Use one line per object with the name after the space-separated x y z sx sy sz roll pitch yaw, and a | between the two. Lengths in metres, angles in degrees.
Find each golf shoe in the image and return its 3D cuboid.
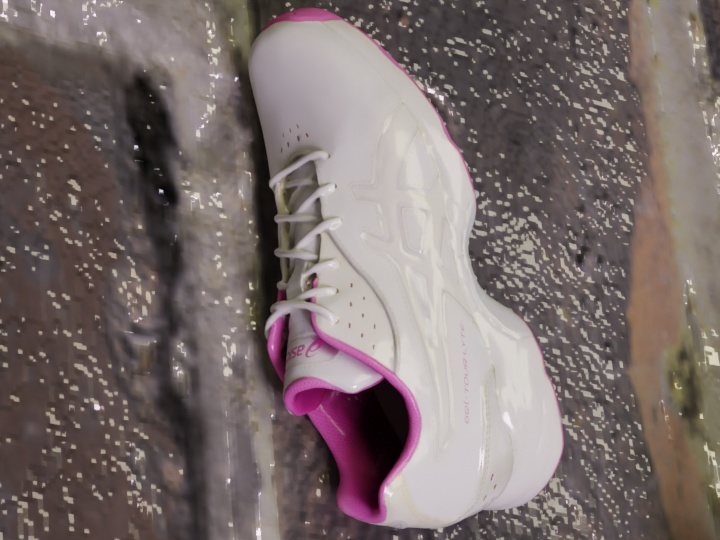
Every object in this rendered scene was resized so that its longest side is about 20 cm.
0.000 0.000 0.975 0.091 0.075 0.201 -19 80 -39 | golf shoe
